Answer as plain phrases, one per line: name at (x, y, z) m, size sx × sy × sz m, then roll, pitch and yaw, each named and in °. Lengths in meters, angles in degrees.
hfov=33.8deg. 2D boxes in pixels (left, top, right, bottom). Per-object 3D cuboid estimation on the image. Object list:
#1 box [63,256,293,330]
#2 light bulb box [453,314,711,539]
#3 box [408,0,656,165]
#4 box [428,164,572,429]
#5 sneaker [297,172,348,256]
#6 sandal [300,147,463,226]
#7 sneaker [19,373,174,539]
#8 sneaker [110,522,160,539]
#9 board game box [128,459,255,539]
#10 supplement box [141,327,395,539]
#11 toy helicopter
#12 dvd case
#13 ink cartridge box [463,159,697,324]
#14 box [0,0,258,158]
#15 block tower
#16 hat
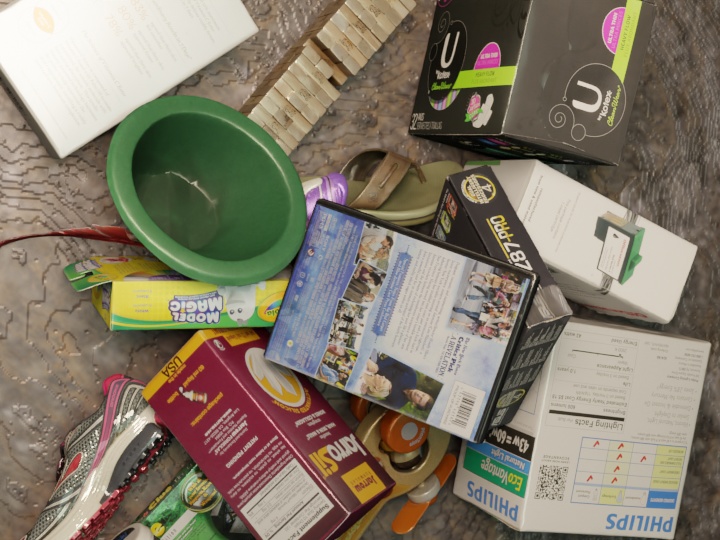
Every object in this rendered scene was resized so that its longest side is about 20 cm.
box at (-0.153, 0.018, 1.032) m, size 0.199 × 0.117 × 0.049 m, roll 2°, pitch 100°, yaw -20°
light bulb box at (0.218, 0.148, 1.175) m, size 0.197 × 0.125 × 0.201 m, roll 9°, pitch 93°, yaw -27°
box at (0.149, -0.180, 1.080) m, size 0.124 × 0.200 × 0.149 m, roll 12°, pitch 91°, yaw -21°
box at (0.109, 0.030, 1.061) m, size 0.049 × 0.200 × 0.162 m, roll -16°, pitch 61°, yaw -20°
sneaker at (0.000, 0.000, 1.062) m, size 0.083 × 0.081 × 0.200 m, roll -29°, pitch 126°, yaw 0°
sandal at (0.007, -0.080, 1.096) m, size 0.200 × 0.080 × 0.058 m, roll -6°, pitch 124°, yaw -19°
sneaker at (-0.243, 0.185, 1.046) m, size 0.075 × 0.081 × 0.200 m, roll 37°, pitch 81°, yaw 9°
sneaker at (-0.229, 0.329, 1.049) m, size 0.200 × 0.073 × 0.112 m, roll -42°, pitch 108°, yaw 1°
board game box at (-0.132, 0.224, 1.113) m, size 0.200 × 0.023 × 0.105 m, roll -46°, pitch 111°, yaw -11°
supplement box at (-0.078, 0.146, 1.023) m, size 0.086 × 0.110 × 0.200 m, roll -46°, pitch 78°, yaw 19°
toy helicopter at (0.020, 0.212, 1.145) m, size 0.132 × 0.079 × 0.200 m, roll 35°, pitch 88°, yaw -34°
dvd case at (0.031, 0.038, 0.964) m, size 0.199 × 0.018 × 0.143 m, roll 20°, pitch 92°, yaw 19°
ink cartridge box at (0.199, -0.028, 1.146) m, size 0.199 × 0.146 × 0.085 m, roll 24°, pitch 85°, yaw -22°
box at (-0.208, -0.200, 0.998) m, size 0.200 × 0.097 × 0.125 m, roll -35°, pitch 106°, yaw -13°
block tower at (-0.038, -0.187, 1.087) m, size 0.054 × 0.058 × 0.200 m, roll 43°, pitch 79°, yaw -19°
hat at (-0.169, -0.040, 1.019) m, size 0.200 × 0.176 × 0.166 m, roll 40°, pitch 52°, yaw -8°
